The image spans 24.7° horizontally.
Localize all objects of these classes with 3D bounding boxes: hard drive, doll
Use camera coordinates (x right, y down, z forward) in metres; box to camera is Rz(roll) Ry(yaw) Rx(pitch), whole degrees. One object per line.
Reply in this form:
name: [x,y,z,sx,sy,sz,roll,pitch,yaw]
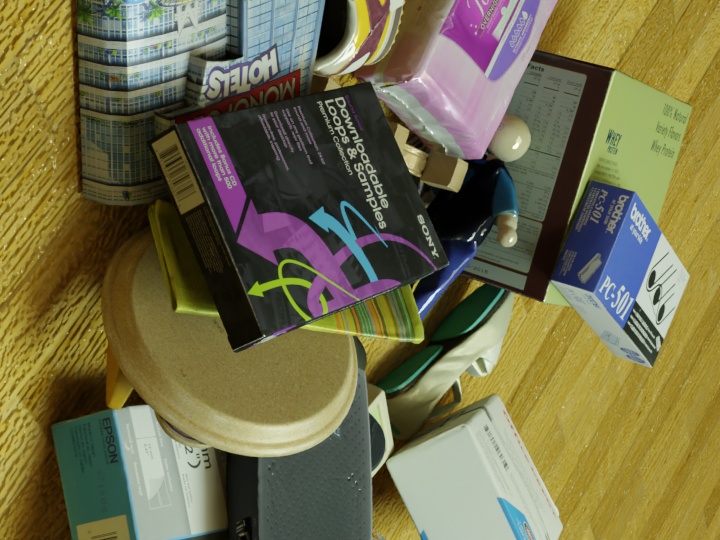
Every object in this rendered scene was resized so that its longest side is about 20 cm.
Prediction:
hard drive: [-0.043,0.148,1.184,0.135,0.042,0.201,32,49,-46]
doll: [0.080,-0.039,1.342,0.048,0.136,0.200,38,81,-32]

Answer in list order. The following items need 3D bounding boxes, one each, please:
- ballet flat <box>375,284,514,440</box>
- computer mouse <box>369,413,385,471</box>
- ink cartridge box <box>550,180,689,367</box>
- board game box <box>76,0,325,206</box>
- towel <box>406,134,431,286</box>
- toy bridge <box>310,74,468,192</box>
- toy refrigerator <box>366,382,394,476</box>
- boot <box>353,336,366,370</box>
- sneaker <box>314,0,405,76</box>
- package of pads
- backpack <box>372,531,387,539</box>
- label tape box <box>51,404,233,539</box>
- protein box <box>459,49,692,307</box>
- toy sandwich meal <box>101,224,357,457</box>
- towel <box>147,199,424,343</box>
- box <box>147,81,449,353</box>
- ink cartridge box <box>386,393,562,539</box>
ballet flat: [0.084,0.084,1.508,0.200,0.069,0.070,-40,138,-32]
computer mouse: [-0.055,0.099,1.267,0.200,0.034,0.059,40,55,-29]
ink cartridge box: [0.226,0.007,1.413,0.200,0.044,0.094,41,70,-58]
board game box: [-0.099,-0.117,1.103,0.200,0.061,0.201,-32,131,-48]
towel: [0.071,-0.063,1.454,0.200,0.023,0.144,-35,134,-46]
toy bridge: [0.006,-0.106,1.272,0.200,0.067,0.027,26,83,-51]
toy refrigerator: [-0.053,0.177,1.335,0.200,0.070,0.076,-46,142,-36]
boot: [0.000,0.000,1.269,0.138,0.077,0.200,-38,144,-6]
sneaker: [-0.004,-0.237,1.179,0.090,0.075,0.201,-29,129,-57]
package of pads: [0.085,-0.202,1.329,0.120,0.075,0.201,41,69,-44]
backpack: [-0.009,0.310,1.378,0.200,0.154,0.191,-59,160,-21]
label tape box: [-0.116,0.165,1.161,0.200,0.066,0.144,0,75,-55]
protein box: [0.173,-0.080,1.457,0.198,0.135,0.201,8,100,-60]
toy sandwich meal: [-0.092,0.045,1.098,0.205,0.205,0.070,-34,169,-46]
towel: [-0.045,0.002,1.097,0.199,0.086,0.018,9,137,-37]
box: [-0.035,-0.042,1.078,0.200,0.036,0.144,-21,86,-51]
ink cartridge box: [0.106,0.203,1.477,0.146,0.084,0.200,64,12,3]
